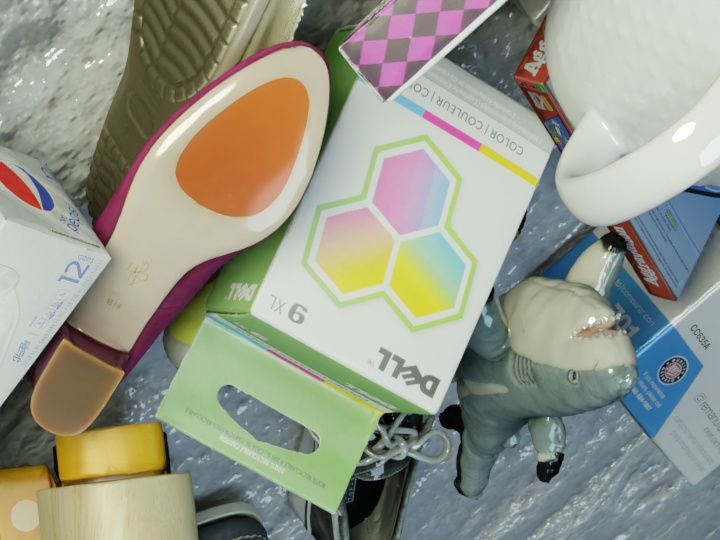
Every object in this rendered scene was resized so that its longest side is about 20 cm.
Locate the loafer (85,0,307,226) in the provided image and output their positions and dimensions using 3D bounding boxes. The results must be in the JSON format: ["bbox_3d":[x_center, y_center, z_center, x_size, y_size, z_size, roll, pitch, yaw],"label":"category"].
[{"bbox_3d":[-0.062,-0.085,1.181,0.068,0.076,0.200,-7,142,-35],"label":"loafer"}]

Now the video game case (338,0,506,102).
[{"bbox_3d":[0.087,-0.163,1.135,0.200,0.036,0.181,-41,-175,20],"label":"video game case"}]

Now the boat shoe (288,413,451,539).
[{"bbox_3d":[0.005,0.079,1.396,0.073,0.068,0.200,-12,135,-29],"label":"boat shoe"}]

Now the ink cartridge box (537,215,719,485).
[{"bbox_3d":[0.211,0.000,1.469,0.200,0.086,0.146,-39,142,4],"label":"ink cartridge box"}]

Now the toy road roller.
[{"bbox_3d":[-0.151,0.141,1.252,0.145,0.124,0.200,-6,176,-9],"label":"toy road roller"}]

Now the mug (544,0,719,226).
[{"bbox_3d":[0.150,-0.092,1.107,0.148,0.175,0.200,49,55,-15],"label":"mug"}]

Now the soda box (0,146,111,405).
[{"bbox_3d":[-0.194,0.042,1.131,0.063,0.068,0.200,21,114,-48],"label":"soda box"}]

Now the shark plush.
[{"bbox_3d":[0.073,0.065,1.310,0.090,0.084,0.200,-13,155,-37],"label":"shark plush"}]

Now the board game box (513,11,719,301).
[{"bbox_3d":[0.134,-0.078,1.277,0.103,0.019,0.200,-60,145,-17],"label":"board game box"}]

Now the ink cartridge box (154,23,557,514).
[{"bbox_3d":[0.000,0.000,1.224,0.104,0.059,0.201,30,78,-22],"label":"ink cartridge box"}]

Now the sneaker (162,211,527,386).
[{"bbox_3d":[-0.013,-0.017,1.295,0.199,0.075,0.077,-33,131,-20],"label":"sneaker"}]

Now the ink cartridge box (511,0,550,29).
[{"bbox_3d":[0.182,-0.153,1.325,0.176,0.045,0.200,-45,142,10],"label":"ink cartridge box"}]

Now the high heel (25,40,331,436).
[{"bbox_3d":[-0.083,-0.024,1.160,0.067,0.096,0.200,38,101,-15],"label":"high heel"}]

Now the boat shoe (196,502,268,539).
[{"bbox_3d":[-0.124,0.199,1.419,0.200,0.062,0.075,-35,140,-5],"label":"boat shoe"}]
